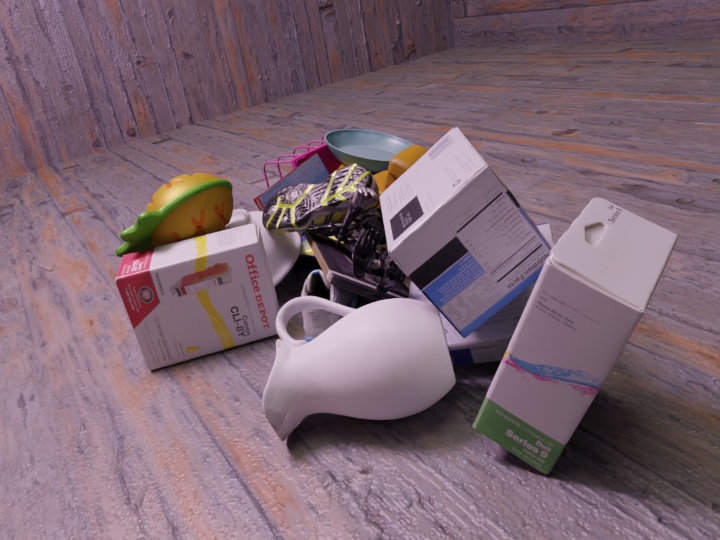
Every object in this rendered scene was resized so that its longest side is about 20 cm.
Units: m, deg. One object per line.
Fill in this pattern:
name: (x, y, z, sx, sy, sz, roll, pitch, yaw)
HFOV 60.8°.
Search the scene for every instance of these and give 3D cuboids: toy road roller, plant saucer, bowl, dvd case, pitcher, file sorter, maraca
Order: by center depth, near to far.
pitcher: (-0.004, 0.084, 0.677, 0.195, 0.122, 0.175, -14, 50, 8)
dvd case: (0.000, 0.000, 0.903, 0.146, 0.016, 0.200, 21, 14, -22)
maraca: (-0.269, -0.076, 0.905, 0.199, 0.108, 0.138, -33, -12, -40)
toy road roller: (0.099, -0.101, 0.960, 0.197, 0.149, 0.123, 27, 39, 21)
bowl: (-0.202, -0.035, 1.003, 0.197, 0.091, 0.203, -22, 33, 15)
plant saucer: (0.022, -0.237, 1.230, 0.194, 0.037, 0.201, 7, 27, -4)
file sorter: (-0.096, -0.201, 1.324, 0.123, 0.142, 0.199, 8, 30, 42)

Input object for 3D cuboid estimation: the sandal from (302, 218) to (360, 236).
sandal: (-0.021, -0.079, 1.142, 0.194, 0.044, 0.077, -7, 26, 10)

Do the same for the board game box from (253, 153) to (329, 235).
board game box: (-0.112, -0.136, 1.160, 0.019, 0.104, 0.200, -21, 18, 41)

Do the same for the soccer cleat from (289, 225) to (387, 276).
soccer cleat: (-0.033, -0.029, 1.042, 0.194, 0.066, 0.085, -8, 48, 0)

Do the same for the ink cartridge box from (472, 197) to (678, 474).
ink cartridge box: (0.191, 0.057, 0.557, 0.086, 0.204, 0.145, 28, 39, 22)

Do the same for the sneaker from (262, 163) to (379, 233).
sneaker: (-0.060, -0.091, 0.932, 0.195, 0.076, 0.077, -13, 61, 22)

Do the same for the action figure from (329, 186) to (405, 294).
action figure: (0.022, -0.045, 0.856, 0.117, 0.103, 0.201, 31, 13, -16)

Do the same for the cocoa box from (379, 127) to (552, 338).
cocoa box: (0.111, -0.050, 0.691, 0.133, 0.131, 0.201, -40, 18, 14)

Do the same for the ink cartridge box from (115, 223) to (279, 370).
ink cartridge box: (-0.220, 0.034, 0.865, 0.195, 0.149, 0.084, -15, 24, -7)

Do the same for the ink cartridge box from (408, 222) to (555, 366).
ink cartridge box: (0.155, 0.031, 0.771, 0.191, 0.044, 0.202, -11, 35, 19)

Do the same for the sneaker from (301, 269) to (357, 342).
sneaker: (-0.048, 0.031, 0.872, 0.073, 0.089, 0.201, -11, 23, 5)

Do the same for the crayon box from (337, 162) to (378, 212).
crayon box: (0.052, -0.165, 1.210, 0.194, 0.060, 0.173, 14, 28, 6)
